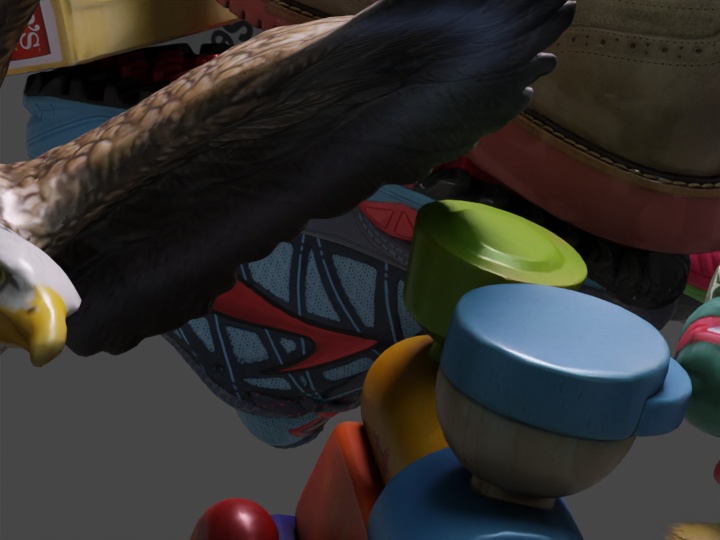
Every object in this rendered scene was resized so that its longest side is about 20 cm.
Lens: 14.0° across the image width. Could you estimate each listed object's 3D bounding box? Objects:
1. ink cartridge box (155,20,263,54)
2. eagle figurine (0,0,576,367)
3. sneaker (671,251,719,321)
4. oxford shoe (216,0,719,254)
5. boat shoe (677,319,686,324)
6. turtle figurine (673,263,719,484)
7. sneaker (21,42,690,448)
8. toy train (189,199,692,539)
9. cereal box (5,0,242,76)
[{"bbox_3d":[-0.041,-0.121,0.883,0.200,0.145,0.088,39,48,5],"label":"ink cartridge box"},{"bbox_3d":[-0.071,-0.022,0.587,0.151,0.200,0.152,35,-1,30],"label":"eagle figurine"},{"bbox_3d":[0.079,-0.017,0.839,0.200,0.077,0.084,-3,1,15],"label":"sneaker"},{"bbox_3d":[0.023,-0.082,0.697,0.200,0.075,0.070,33,32,29],"label":"oxford shoe"},{"bbox_3d":[0.133,-0.025,0.988,0.063,0.073,0.200,11,14,-8],"label":"boat shoe"},{"bbox_3d":[0.137,-0.004,0.724,0.200,0.101,0.150,-30,90,-39],"label":"turtle figurine"},{"bbox_3d":[0.000,0.000,0.747,0.200,0.096,0.079,15,24,39],"label":"sneaker"},{"bbox_3d":[0.014,0.035,0.637,0.085,0.116,0.200,13,19,-13],"label":"toy train"},{"bbox_3d":[-0.133,-0.068,0.791,0.200,0.040,0.144,-7,8,23],"label":"cereal box"}]
